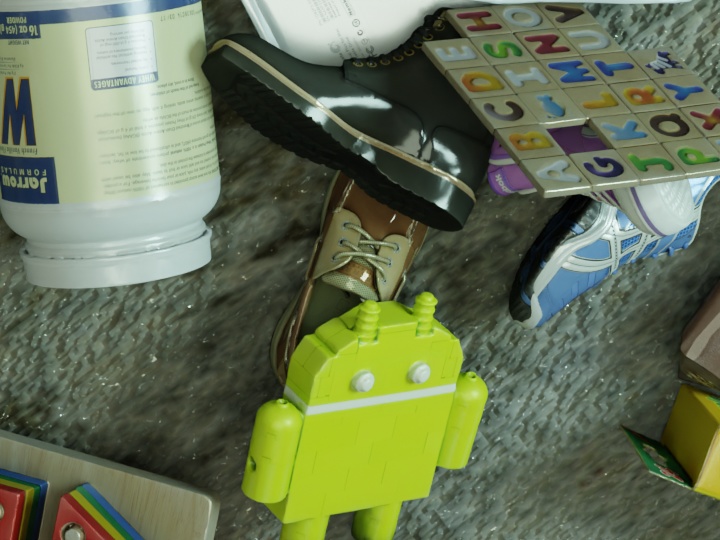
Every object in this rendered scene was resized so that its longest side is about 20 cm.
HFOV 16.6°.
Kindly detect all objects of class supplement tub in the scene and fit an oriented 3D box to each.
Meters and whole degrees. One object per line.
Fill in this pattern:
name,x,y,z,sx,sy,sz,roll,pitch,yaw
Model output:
supplement tub,-0.166,-0.099,1.583,0.145,0.145,0.200,-6,101,-3

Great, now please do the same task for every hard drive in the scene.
hard drive,0.022,-0.201,1.636,0.200,0.026,0.132,-27,102,1

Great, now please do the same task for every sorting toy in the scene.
sorting toy,-0.214,0.224,1.650,0.199,0.070,0.200,14,100,14

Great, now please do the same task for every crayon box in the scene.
crayon box,0.283,0.134,1.669,0.200,0.127,0.051,19,99,-8

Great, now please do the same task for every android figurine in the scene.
android figurine,0.004,0.102,1.645,0.182,0.041,0.200,-5,123,-35

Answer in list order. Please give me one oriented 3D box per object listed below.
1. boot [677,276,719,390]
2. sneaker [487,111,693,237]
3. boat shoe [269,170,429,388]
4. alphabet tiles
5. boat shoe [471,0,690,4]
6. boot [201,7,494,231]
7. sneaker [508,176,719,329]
boot,0.257,-0.012,1.642,0.186,0.064,0.200,28,102,-40
sneaker,0.143,-0.064,1.593,0.114,0.201,0.073,-36,123,13
boat shoe,0.000,0.000,1.650,0.076,0.074,0.200,19,99,-7
alphabet tiles,0.140,-0.114,1.543,0.167,0.200,0.008,-8,131,-25
boat shoe,0.120,-0.217,1.589,0.202,0.075,0.086,0,102,-6
boot,0.008,-0.132,1.590,0.200,0.077,0.138,32,74,-23
sneaker,0.181,-0.030,1.655,0.077,0.076,0.200,43,95,-10
